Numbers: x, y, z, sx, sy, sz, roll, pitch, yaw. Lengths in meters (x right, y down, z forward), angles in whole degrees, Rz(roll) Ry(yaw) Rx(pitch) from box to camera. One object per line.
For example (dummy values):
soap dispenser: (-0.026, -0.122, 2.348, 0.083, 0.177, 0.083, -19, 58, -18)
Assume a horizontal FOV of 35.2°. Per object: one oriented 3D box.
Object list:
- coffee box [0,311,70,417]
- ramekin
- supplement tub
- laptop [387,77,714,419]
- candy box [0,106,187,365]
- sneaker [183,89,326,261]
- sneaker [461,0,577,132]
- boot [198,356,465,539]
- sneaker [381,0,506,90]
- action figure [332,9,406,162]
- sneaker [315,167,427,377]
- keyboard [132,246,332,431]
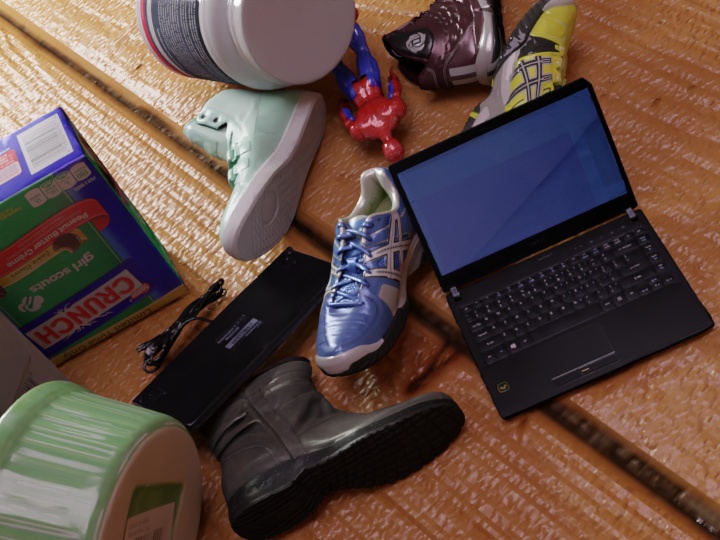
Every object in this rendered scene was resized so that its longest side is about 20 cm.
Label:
coffee box: (-0.382, 0.132, 0.905, 0.197, 0.200, 0.200, 0, 56, 21)
ramekin: (-0.191, 0.185, 0.806, 0.098, 0.200, 0.200, 9, 60, 16)
supplement tub: (-0.112, -0.246, 1.077, 0.140, 0.140, 0.200, -49, 36, -16)
laptop: (0.144, -0.019, 0.879, 0.177, 0.103, 0.200, -24, 52, 3)
candy box: (-0.269, -0.015, 0.966, 0.169, 0.200, 0.077, -30, 53, -2)
sneaker: (-0.116, -0.090, 1.040, 0.118, 0.074, 0.201, 8, 50, 17)
sneaker: (0.153, -0.149, 0.994, 0.076, 0.075, 0.200, 20, 76, 22)
boot: (-0.031, 0.111, 0.880, 0.200, 0.068, 0.131, -25, 46, 0)
sneaker: (0.075, -0.253, 1.087, 0.115, 0.076, 0.200, -12, 54, 16)
action figure: (0.003, -0.175, 1.073, 0.065, 0.052, 0.200, -26, 51, 7)
sneaker: (0.000, 0.000, 0.912, 0.076, 0.077, 0.200, -11, 40, 29)
keyboard: (-0.113, 0.052, 0.960, 0.127, 0.021, 0.200, 20, 55, 41)
